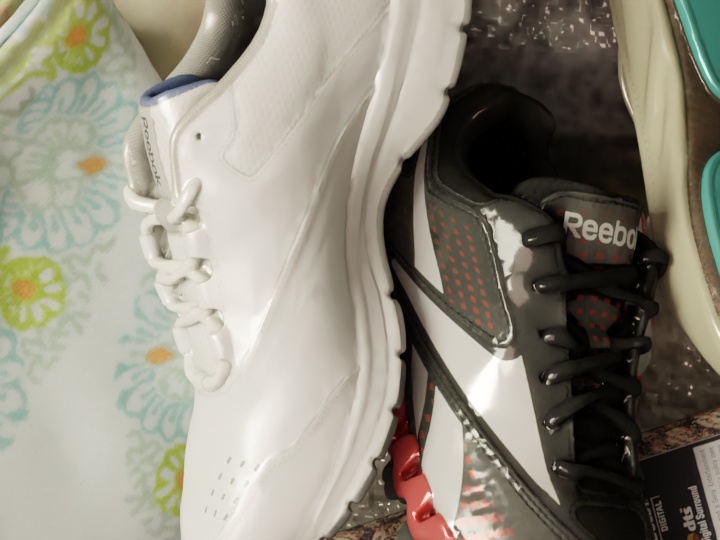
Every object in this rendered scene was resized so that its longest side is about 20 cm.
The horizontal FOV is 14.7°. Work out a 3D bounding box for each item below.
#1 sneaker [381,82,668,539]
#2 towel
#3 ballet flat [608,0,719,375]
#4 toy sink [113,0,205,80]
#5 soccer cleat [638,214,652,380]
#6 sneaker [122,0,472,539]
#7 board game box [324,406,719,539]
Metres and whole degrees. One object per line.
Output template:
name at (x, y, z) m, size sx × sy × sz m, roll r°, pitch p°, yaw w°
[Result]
sneaker at (0.050, 0.029, 0.809) m, size 0.098 × 0.071 × 0.201 m, roll -40°, pitch 55°, yaw 31°
towel at (-0.098, 0.030, 0.801) m, size 0.048 × 0.171 × 0.200 m, roll 17°, pitch 145°, yaw 45°
ballet flat at (0.110, -0.034, 0.854) m, size 0.069 × 0.069 × 0.201 m, roll -16°, pitch 67°, yaw 19°
toy sink at (-0.036, -0.139, 0.888) m, size 0.130 × 0.112 × 0.200 m, roll 35°, pitch 111°, yaw 10°
soccer cleat at (0.000, 0.000, 0.923) m, size 0.199 × 0.069 × 0.085 m, roll 10°, pitch 91°, yaw 13°
sneaker at (-0.032, -0.011, 0.788) m, size 0.074 × 0.087 × 0.201 m, roll 3°, pitch 84°, yaw 54°
board game box at (0.082, 0.147, 0.850) m, size 0.199 × 0.097 × 0.160 m, roll -19°, pitch 58°, yaw 12°
